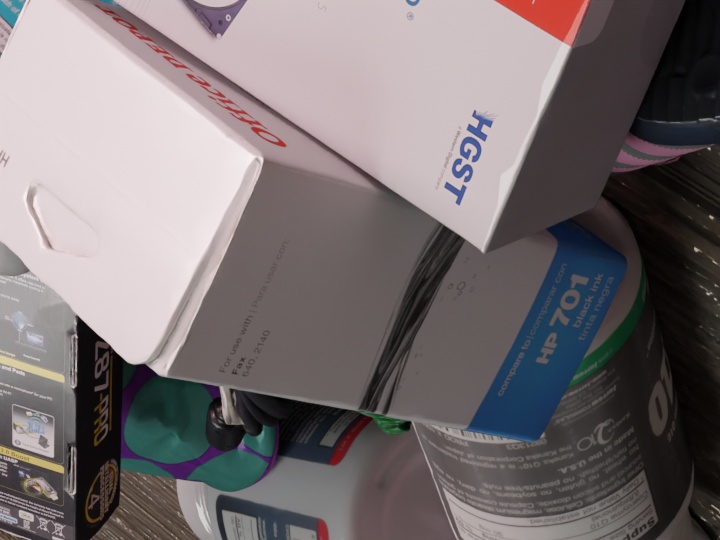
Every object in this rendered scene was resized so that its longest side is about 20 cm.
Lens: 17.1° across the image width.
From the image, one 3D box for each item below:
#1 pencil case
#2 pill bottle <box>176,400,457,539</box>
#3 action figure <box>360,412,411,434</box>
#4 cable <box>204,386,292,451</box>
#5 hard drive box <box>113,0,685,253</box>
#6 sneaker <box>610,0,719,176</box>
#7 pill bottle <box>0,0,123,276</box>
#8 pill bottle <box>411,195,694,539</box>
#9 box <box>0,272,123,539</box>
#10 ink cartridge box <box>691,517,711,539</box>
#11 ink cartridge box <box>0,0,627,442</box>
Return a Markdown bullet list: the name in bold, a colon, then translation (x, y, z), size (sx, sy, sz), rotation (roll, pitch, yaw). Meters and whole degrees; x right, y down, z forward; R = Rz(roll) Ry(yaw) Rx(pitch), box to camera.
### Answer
- **pencil case**: translation (-0.137, 0.050, 1.192), size (0.199, 0.085, 0.092), rotation (15, 138, -29)
- **pill bottle**: translation (-0.012, 0.119, 1.268), size (0.200, 0.120, 0.120), rotation (5, 134, 58)
- **action figure**: translation (0.000, 0.000, 1.051), size (0.055, 0.117, 0.201), rotation (-101, 0, -49)
- **cable**: translation (-0.088, -0.018, 1.052), size (0.163, 0.051, 0.201), rotation (100, 148, -80)
- **hard drive box**: translation (0.011, -0.128, 0.792), size (0.200, 0.077, 0.156), rotation (34, 121, 24)
- **sneaker**: translation (0.107, -0.068, 0.856), size (0.082, 0.071, 0.199), rotation (26, 166, -37)
- **pill bottle**: translation (-0.094, -0.097, 0.940), size (0.111, 0.200, 0.111), rotation (45, 163, 18)
- **pill bottle**: translation (0.081, 0.066, 1.030), size (0.113, 0.113, 0.201), rotation (27, 151, 37)
- **box**: translation (-0.202, 0.025, 1.067), size (0.199, 0.049, 0.162), rotation (17, 128, 18)
- **ink cartridge box**: translation (0.071, 0.202, 1.160), size (0.047, 0.200, 0.160), rotation (43, 157, -3)
- **ink cartridge box**: translation (-0.024, -0.017, 0.862), size (0.199, 0.086, 0.146), rotation (15, -162, -48)
